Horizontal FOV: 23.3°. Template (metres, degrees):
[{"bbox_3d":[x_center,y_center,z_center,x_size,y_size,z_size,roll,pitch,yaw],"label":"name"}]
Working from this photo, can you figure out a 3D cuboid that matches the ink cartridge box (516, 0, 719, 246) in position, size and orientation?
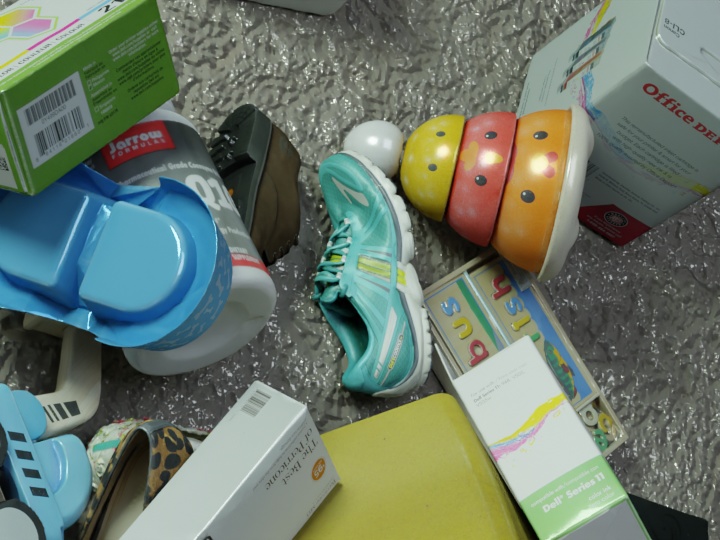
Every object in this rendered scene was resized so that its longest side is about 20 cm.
[{"bbox_3d":[0.250,-0.147,1.526,0.145,0.200,0.146,32,53,-19],"label":"ink cartridge box"}]

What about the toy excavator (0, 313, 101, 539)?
[{"bbox_3d":[-0.220,0.112,1.147,0.199,0.100,0.196,-9,71,-52],"label":"toy excavator"}]

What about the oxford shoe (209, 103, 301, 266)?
[{"bbox_3d":[-0.081,-0.024,1.316,0.084,0.072,0.202,35,56,-32],"label":"oxford shoe"}]

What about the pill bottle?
[{"bbox_3d":[-0.147,-0.038,1.223,0.113,0.114,0.201,-7,57,-37],"label":"pill bottle"}]

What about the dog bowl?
[{"bbox_3d":[-0.169,-0.010,1.131,0.050,0.198,0.113,39,69,-61],"label":"dog bowl"}]

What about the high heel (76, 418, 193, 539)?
[{"bbox_3d":[-0.170,0.189,1.092,0.071,0.143,0.201,24,59,19],"label":"high heel"}]

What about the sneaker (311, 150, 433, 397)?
[{"bbox_3d":[0.000,0.000,1.362,0.079,0.077,0.202,-6,72,-28],"label":"sneaker"}]

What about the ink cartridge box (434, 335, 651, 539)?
[{"bbox_3d":[0.130,0.130,1.216,0.117,0.067,0.201,58,3,-46],"label":"ink cartridge box"}]

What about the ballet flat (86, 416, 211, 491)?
[{"bbox_3d":[-0.098,0.145,1.225,0.198,0.064,0.076,11,65,-32],"label":"ballet flat"}]

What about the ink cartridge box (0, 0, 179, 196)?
[{"bbox_3d":[-0.244,-0.130,1.160,0.148,0.199,0.076,-41,132,-39],"label":"ink cartridge box"}]

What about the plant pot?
[{"bbox_3d":[0.033,0.206,1.183,0.201,0.198,0.178,58,16,-45],"label":"plant pot"}]

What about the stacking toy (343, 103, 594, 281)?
[{"bbox_3d":[0.082,-0.078,1.429,0.198,0.147,0.147,11,59,0],"label":"stacking toy"}]

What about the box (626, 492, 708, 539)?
[{"bbox_3d":[0.169,0.282,1.295,0.123,0.148,0.202,20,58,-28],"label":"box"}]

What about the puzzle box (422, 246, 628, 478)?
[{"bbox_3d":[0.127,0.085,1.441,0.133,0.025,0.201,-30,88,-41],"label":"puzzle box"}]

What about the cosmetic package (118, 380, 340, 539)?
[{"bbox_3d":[-0.097,0.172,1.088,0.200,0.050,0.083,-50,143,-24],"label":"cosmetic package"}]

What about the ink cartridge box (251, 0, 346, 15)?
[{"bbox_3d":[-0.073,-0.329,1.458,0.145,0.083,0.202,5,67,-33],"label":"ink cartridge box"}]
